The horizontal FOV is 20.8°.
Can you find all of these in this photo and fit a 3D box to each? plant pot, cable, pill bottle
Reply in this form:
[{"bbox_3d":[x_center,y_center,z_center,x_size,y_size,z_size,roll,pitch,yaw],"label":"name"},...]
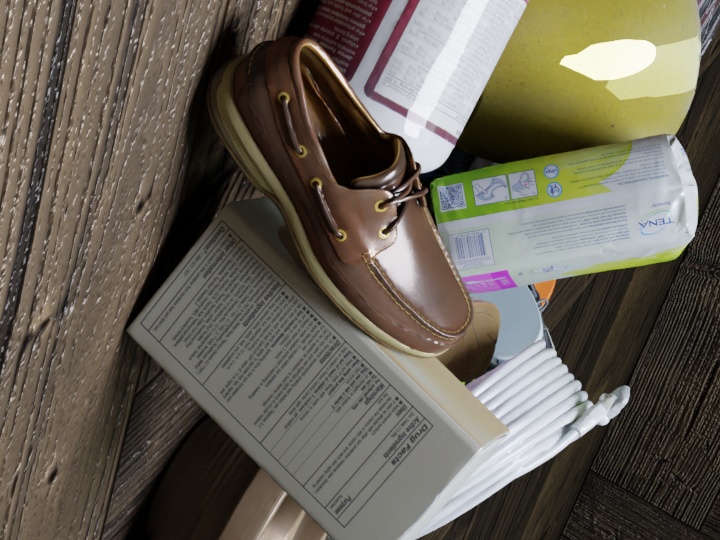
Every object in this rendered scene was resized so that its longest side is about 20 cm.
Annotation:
[{"bbox_3d":[-0.083,0.163,1.349,0.201,0.092,0.201,-55,164,-24],"label":"plant pot"},{"bbox_3d":[0.059,0.124,1.299,0.199,0.070,0.200,-28,173,-31],"label":"cable"},{"bbox_3d":[0.022,-0.126,1.137,0.201,0.109,0.110,-62,166,4],"label":"pill bottle"},{"bbox_3d":[0.101,-0.149,1.273,0.141,0.200,0.201,-17,140,-35],"label":"plant pot"}]

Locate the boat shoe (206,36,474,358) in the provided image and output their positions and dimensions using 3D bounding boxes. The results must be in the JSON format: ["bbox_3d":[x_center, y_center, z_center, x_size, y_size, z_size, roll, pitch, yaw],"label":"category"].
[{"bbox_3d":[0.000,-0.038,1.049,0.067,0.201,0.072,-24,-161,43],"label":"boat shoe"}]

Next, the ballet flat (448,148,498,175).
[{"bbox_3d":[0.086,-0.091,1.414,0.046,0.067,0.202,-22,-112,56],"label":"ballet flat"}]

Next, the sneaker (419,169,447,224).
[{"bbox_3d":[0.021,-0.053,1.318,0.200,0.089,0.079,-44,158,-57],"label":"sneaker"}]

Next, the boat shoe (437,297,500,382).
[{"bbox_3d":[0.008,0.037,1.244,0.199,0.069,0.074,9,96,-52],"label":"boat shoe"}]

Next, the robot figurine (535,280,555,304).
[{"bbox_3d":[0.109,-0.009,1.657,0.200,0.116,0.145,40,63,-77],"label":"robot figurine"}]

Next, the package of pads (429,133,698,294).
[{"bbox_3d":[0.129,-0.031,1.213,0.200,0.153,0.069,18,61,-82],"label":"package of pads"}]

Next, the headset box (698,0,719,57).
[{"bbox_3d":[0.204,-0.236,1.502,0.078,0.148,0.200,-58,165,-16],"label":"headset box"}]

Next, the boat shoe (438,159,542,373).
[{"bbox_3d":[0.078,-0.013,1.458,0.070,0.202,0.091,-17,163,-4],"label":"boat shoe"}]

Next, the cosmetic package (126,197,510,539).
[{"bbox_3d":[-0.024,0.062,1.112,0.105,0.200,0.071,-48,169,16],"label":"cosmetic package"}]

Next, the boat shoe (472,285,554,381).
[{"bbox_3d":[0.107,0.032,1.530,0.074,0.202,0.062,-22,-165,-7],"label":"boat shoe"}]
